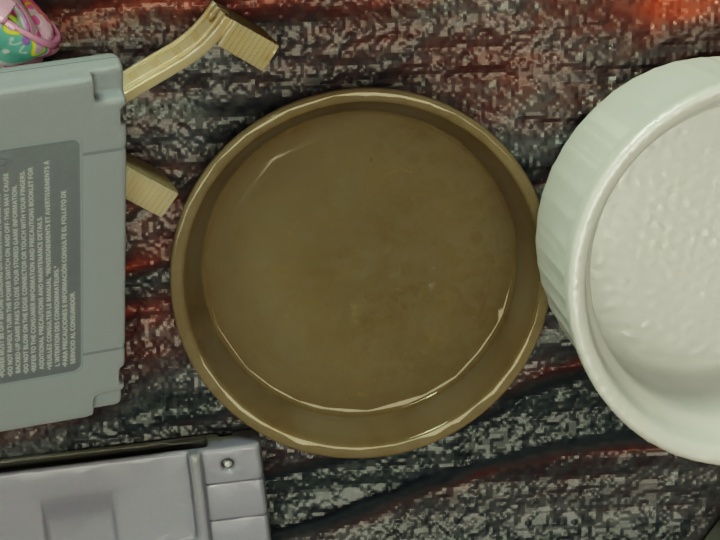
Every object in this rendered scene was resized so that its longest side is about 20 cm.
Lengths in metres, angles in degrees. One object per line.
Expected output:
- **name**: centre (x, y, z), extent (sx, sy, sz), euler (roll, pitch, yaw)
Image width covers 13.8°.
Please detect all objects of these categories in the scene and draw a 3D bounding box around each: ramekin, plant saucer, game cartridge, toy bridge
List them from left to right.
- **game cartridge**: centre (-0.181, -0.009, 1.463), extent (0.133, 0.040, 0.201), euler (-11, 125, -22)
- **game cartridge**: centre (-0.145, 0.159, 1.581), extent (0.199, 0.038, 0.130), euler (-7, 105, -3)
- **toy bridge**: centre (-0.125, -0.051, 1.503), extent (0.067, 0.027, 0.200), euler (28, 105, -35)
- **plant saucer**: centre (0.000, 0.000, 1.542), extent (0.199, 0.029, 0.201), euler (-1, 108, -5)
- **ramekin**: centre (0.185, -0.012, 1.504), extent (0.199, 0.098, 0.202), euler (-5, 108, -14)

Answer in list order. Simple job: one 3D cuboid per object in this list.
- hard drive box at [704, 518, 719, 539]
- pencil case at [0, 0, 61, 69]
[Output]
- **hard drive box**: centre (0.221, 0.240, 1.617), extent (0.155, 0.077, 0.200), euler (32, 103, -15)
- **pencil case**: centre (-0.238, -0.068, 1.470), extent (0.087, 0.087, 0.200), euler (41, 100, -16)
